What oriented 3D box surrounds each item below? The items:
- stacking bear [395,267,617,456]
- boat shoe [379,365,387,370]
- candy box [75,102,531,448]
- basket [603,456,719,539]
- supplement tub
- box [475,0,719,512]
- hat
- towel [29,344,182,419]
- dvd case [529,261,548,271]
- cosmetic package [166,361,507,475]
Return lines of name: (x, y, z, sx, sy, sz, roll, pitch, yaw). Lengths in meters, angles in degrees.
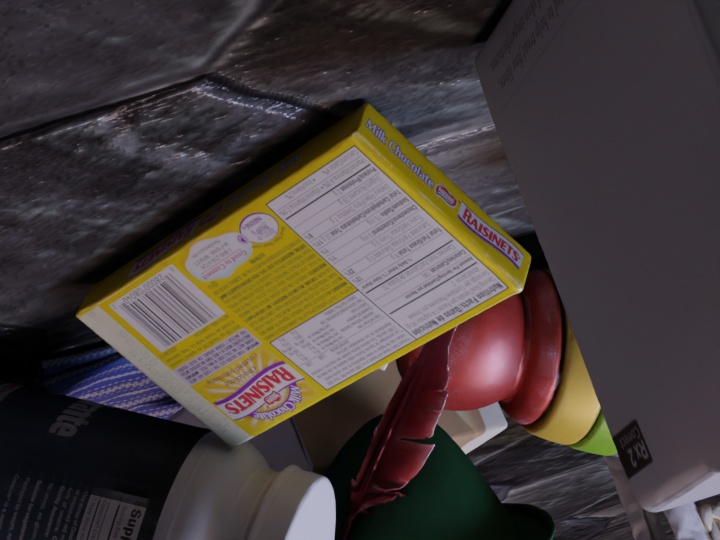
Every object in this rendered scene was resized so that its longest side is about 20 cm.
stacking bear: (0.114, 0.042, 1.295, 0.199, 0.122, 0.114, 6, 126, -17)
boat shoe: (0.000, 0.000, 1.153, 0.061, 0.073, 0.200, 23, 174, 4)
candy box: (-0.029, 0.007, 1.049, 0.102, 0.026, 0.200, 40, 135, -21)
basket: (0.273, 0.146, 1.744, 0.160, 0.199, 0.200, -19, 166, -5)
supplement tub: (-0.124, 0.136, 1.159, 0.199, 0.141, 0.140, 12, 171, 12)
box: (0.152, -0.041, 0.859, 0.130, 0.201, 0.199, -16, 167, -17)
hat: (-0.001, 0.089, 1.248, 0.199, 0.177, 0.166, -24, -168, 10)
towel: (-0.120, 0.071, 1.309, 0.144, 0.024, 0.200, -14, 165, -20)
dvd case: (0.189, -0.010, 1.406, 0.199, 0.018, 0.143, -19, 167, 2)
cosmetic package: (-0.016, 0.091, 1.374, 0.105, 0.071, 0.199, -34, 165, 34)
